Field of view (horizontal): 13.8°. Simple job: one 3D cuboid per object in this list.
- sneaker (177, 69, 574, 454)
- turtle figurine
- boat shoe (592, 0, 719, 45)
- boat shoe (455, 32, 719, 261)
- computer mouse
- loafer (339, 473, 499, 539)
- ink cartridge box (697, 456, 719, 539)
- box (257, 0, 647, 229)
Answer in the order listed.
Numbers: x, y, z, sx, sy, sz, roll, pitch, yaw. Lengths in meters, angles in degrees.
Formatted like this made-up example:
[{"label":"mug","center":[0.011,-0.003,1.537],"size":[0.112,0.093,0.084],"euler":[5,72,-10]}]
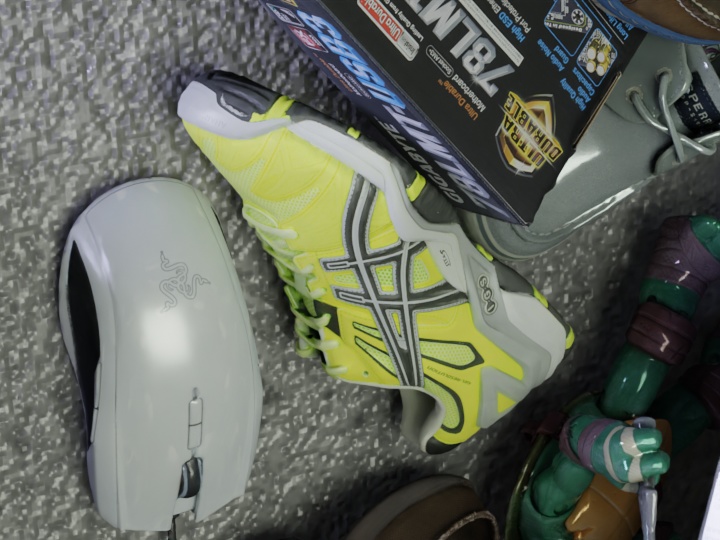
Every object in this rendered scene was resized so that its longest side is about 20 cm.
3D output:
[{"label":"sneaker","center":[0.000,0.000,1.116],"size":[0.200,0.075,0.076],"euler":[41,84,-31]},{"label":"turtle figurine","center":[0.110,0.084,1.188],"size":[0.200,0.101,0.150],"euler":[-61,152,-16]},{"label":"boat shoe","center":[0.106,-0.134,1.046],"size":[0.200,0.072,0.072],"euler":[34,79,-45]},{"label":"boat shoe","center":[0.120,-0.079,1.156],"size":[0.201,0.072,0.070],"euler":[-46,122,-8]},{"label":"computer mouse","center":[-0.071,0.064,1.116],"size":[0.110,0.044,0.200],"euler":[-16,114,-23]},{"label":"loafer","center":[0.003,0.164,1.141],"size":[0.200,0.071,0.073],"euler":[-52,155,-32]},{"label":"ink cartridge box","center":[0.198,0.058,1.204],"size":[0.198,0.047,0.200],"euler":[19,85,-63]},{"label":"box","center":[0.047,-0.150,1.068],"size":[0.200,0.050,0.199],"euler":[43,73,-43]}]
